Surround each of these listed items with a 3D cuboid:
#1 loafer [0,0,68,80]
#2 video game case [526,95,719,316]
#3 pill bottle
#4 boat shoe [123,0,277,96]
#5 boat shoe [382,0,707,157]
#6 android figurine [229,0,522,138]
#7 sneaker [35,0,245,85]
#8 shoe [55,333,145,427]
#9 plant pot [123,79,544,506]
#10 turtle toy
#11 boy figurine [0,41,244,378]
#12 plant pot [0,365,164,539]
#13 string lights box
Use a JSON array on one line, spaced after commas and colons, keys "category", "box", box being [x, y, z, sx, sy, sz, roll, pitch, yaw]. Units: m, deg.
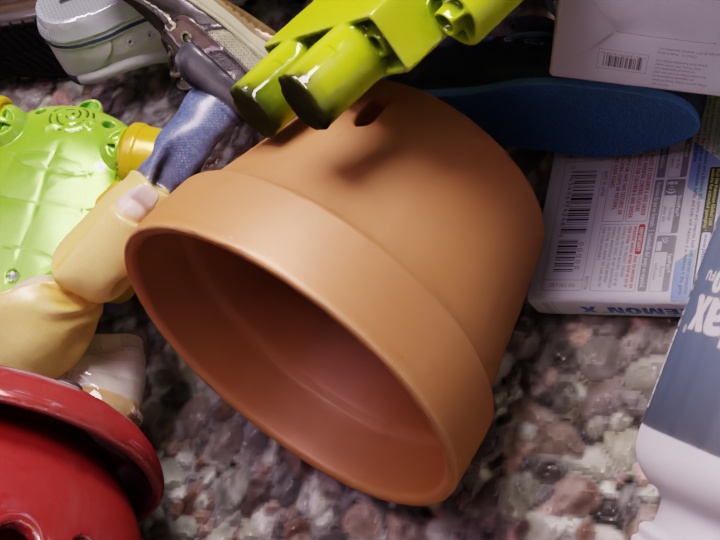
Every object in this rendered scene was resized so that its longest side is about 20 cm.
[{"category": "loafer", "box": [-0.253, -0.183, 1.034, 0.198, 0.073, 0.072, -4, 63, 29]}, {"category": "video game case", "box": [0.188, -0.071, 0.738, 0.181, 0.022, 0.202, 0, 65, 32]}, {"category": "pill bottle", "box": [0.184, 0.059, 0.600, 0.119, 0.119, 0.202, 20, 89, 37]}, {"category": "boat shoe", "box": [-0.087, -0.129, 0.869, 0.199, 0.073, 0.065, 33, 92, 11]}, {"category": "boat shoe", "box": [0.089, -0.109, 0.755, 0.198, 0.084, 0.069, 9, 66, 33]}, {"category": "android figurine", "box": [0.030, -0.136, 0.673, 0.200, 0.041, 0.182, -44, 18, -20]}, {"category": "sneaker", "box": [-0.116, -0.184, 0.958, 0.198, 0.071, 0.073, -18, 52, -4]}, {"category": "shoe", "box": [-0.217, 0.060, 0.824, 0.198, 0.070, 0.054, 3, 70, 10]}, {"category": "plant pot", "box": [0.000, 0.000, 0.719, 0.199, 0.201, 0.140, 18, 59, 37]}, {"category": "turtle toy", "box": [-0.193, -0.013, 0.887, 0.144, 0.101, 0.202, 12, 73, 10]}, {"category": "boy figurine", "box": [-0.133, -0.028, 0.777, 0.200, 0.064, 0.124, -50, 13, 2]}, {"category": "plant pot", "box": [-0.205, 0.161, 0.746, 0.199, 0.201, 0.184, -11, 53, 26]}, {"category": "string lights box", "box": [0.154, -0.169, 0.720, 0.102, 0.059, 0.201, 7, 42, 5]}]
